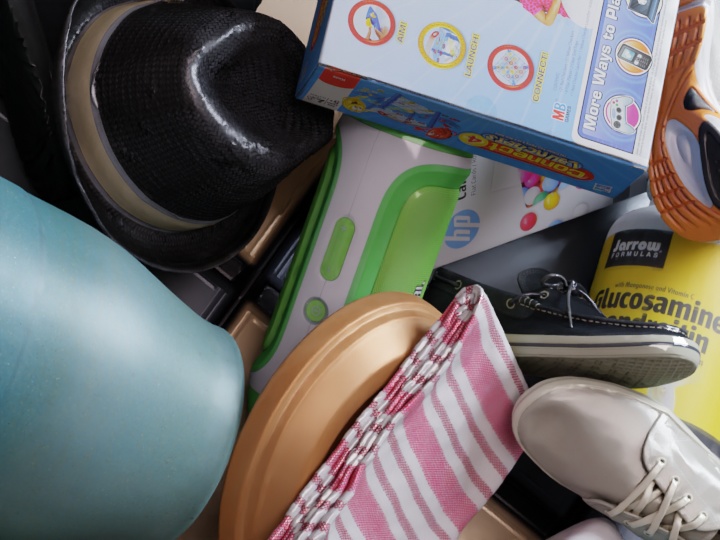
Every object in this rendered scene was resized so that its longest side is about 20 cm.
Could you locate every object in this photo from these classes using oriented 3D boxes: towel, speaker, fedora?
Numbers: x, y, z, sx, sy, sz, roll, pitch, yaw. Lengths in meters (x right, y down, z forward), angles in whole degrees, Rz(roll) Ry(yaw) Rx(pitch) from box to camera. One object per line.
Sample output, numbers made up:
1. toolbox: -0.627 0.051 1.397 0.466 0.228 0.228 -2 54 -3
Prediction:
1. towel: 0.032 0.122 1.566 0.030 0.146 0.200 27 69 32
2. speaker: 0.000 0.000 1.610 0.088 0.088 0.201 17 99 -18
3. fedora: -0.081 -0.092 1.559 0.200 0.091 0.201 12 75 -53

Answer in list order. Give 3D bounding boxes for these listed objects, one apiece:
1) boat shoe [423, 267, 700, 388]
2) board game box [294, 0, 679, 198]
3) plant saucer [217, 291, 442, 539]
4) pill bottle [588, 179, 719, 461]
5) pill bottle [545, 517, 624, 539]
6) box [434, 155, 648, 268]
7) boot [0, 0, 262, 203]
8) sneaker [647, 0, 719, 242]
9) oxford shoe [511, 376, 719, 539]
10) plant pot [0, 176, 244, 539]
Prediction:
1. boat shoe: 0.112 0.031 1.637 0.075 0.200 0.062 28 73 -48
2. board game box: 0.081 -0.165 1.567 0.195 0.056 0.201 17 69 -10
3. plant saucer: -0.001 0.110 1.573 0.037 0.200 0.200 26 57 33
4. pill bottle: 0.194 0.030 1.706 0.112 0.112 0.201 23 71 -15
5. pill bottle: 0.149 0.255 1.628 0.111 0.111 0.200 -29 87 -27
6. box: 0.117 -0.103 1.706 0.199 0.041 0.156 -18 126 -26
7. boot: -0.133 -0.148 1.643 0.168 0.076 0.201 -10 73 -21
8. sneaker: 0.202 -0.111 1.660 0.092 0.076 0.201 4 73 -57
9. oxford shoe: 0.174 0.129 1.608 0.200 0.075 0.058 36 23 -15
10. plant pot: -0.173 0.062 1.511 0.188 0.200 0.201 22 67 -28
